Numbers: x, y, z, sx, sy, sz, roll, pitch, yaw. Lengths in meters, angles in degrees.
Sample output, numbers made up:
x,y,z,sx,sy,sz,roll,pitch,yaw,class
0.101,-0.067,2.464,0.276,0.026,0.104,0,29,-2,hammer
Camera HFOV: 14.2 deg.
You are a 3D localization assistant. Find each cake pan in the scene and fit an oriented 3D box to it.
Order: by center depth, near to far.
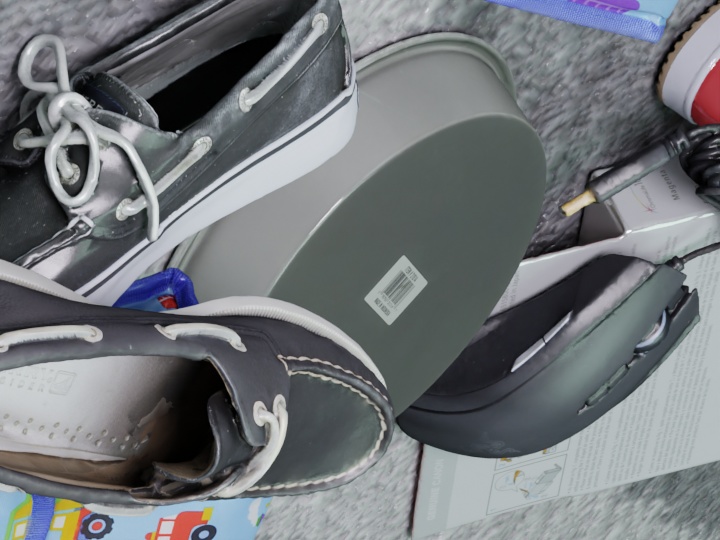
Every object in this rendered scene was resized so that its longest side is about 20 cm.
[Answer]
x,y,z,sx,sy,sz,roll,pitch,yaw,class
0.000,0.000,1.127,0.200,0.037,0.201,-37,151,-24,cake pan

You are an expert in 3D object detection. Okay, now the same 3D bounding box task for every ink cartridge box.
x,y,z,sx,sy,sz,roll,pitch,yaw,class
0.104,0.033,1.330,0.173,0.044,0.200,-13,142,-15,ink cartridge box

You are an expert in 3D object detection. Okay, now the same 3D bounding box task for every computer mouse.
x,y,z,sx,sy,sz,roll,pitch,yaw,class
0.099,0.018,1.229,0.199,0.046,0.141,-28,145,5,computer mouse

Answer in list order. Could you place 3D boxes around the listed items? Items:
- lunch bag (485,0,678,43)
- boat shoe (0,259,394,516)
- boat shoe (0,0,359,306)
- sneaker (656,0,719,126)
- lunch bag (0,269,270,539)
x,y,z,sx,sy,sz,roll,pitch,yaw,class
0.045,-0.171,0.938,0.199,0.094,0.151,4,124,-44,lunch bag
-0.060,0.042,0.887,0.200,0.060,0.074,19,105,-42,boat shoe
-0.082,-0.035,0.914,0.199,0.074,0.068,-29,140,-22,boat shoe
0.237,-0.106,1.265,0.200,0.112,0.071,-40,153,-18,sneaker
-0.144,0.096,0.984,0.199,0.094,0.151,-10,137,-36,lunch bag
